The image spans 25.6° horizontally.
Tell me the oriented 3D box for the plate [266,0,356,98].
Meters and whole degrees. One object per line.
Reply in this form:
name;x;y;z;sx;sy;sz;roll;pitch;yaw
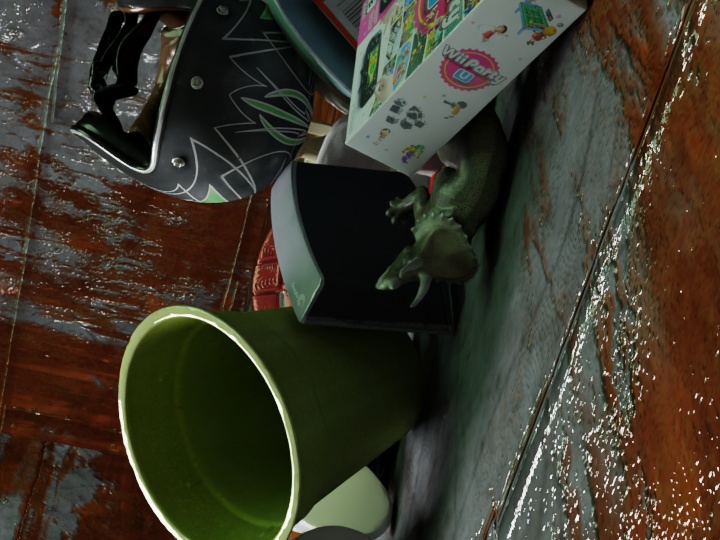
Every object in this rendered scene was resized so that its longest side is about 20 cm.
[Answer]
plate;-0.029;-0.207;1.336;0.025;0.200;0.201;-34;29;23

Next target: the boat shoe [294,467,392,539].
boat shoe;-0.052;0.193;1.360;0.072;0.198;0.069;-63;-34;-27

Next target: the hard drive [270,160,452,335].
hard drive;0.001;-0.024;1.259;0.201;0.133;0.043;-105;24;-56

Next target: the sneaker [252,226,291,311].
sneaker;-0.045;0.051;1.555;0.115;0.078;0.202;16;-107;-63

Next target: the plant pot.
plant pot;-0.054;0.103;1.235;0.189;0.199;0.202;-19;-47;-46

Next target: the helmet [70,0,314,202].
helmet;-0.131;-0.149;1.333;0.200;0.189;0.202;-32;-50;-47

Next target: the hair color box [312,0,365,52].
hair color box;0.023;-0.248;1.382;0.064;0.111;0.200;-38;10;24

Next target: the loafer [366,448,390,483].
loafer;0.006;0.131;1.378;0.072;0.072;0.202;-20;-57;-52

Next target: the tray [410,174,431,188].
tray;0.039;-0.048;1.497;0.107;0.022;0.202;-114;35;-76

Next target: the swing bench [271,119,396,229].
swing bench;-0.037;-0.041;1.683;0.200;0.128;0.201;-86;8;-76

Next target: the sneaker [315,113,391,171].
sneaker;-0.010;-0.075;1.475;0.116;0.073;0.202;-91;4;-57

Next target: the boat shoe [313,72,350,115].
boat shoe;0.010;-0.186;1.458;0.072;0.076;0.199;-52;-20;20

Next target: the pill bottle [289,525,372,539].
pill bottle;-0.037;0.272;1.241;0.200;0.113;0.115;115;164;-63

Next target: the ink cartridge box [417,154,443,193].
ink cartridge box;0.063;-0.101;1.311;0.200;0.044;0.178;143;139;-79

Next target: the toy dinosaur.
toy dinosaur;0.075;-0.066;1.137;0.202;0.076;0.102;-65;25;-1

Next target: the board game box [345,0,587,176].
board game box;0.071;-0.181;1.080;0.200;0.064;0.149;-43;32;44
